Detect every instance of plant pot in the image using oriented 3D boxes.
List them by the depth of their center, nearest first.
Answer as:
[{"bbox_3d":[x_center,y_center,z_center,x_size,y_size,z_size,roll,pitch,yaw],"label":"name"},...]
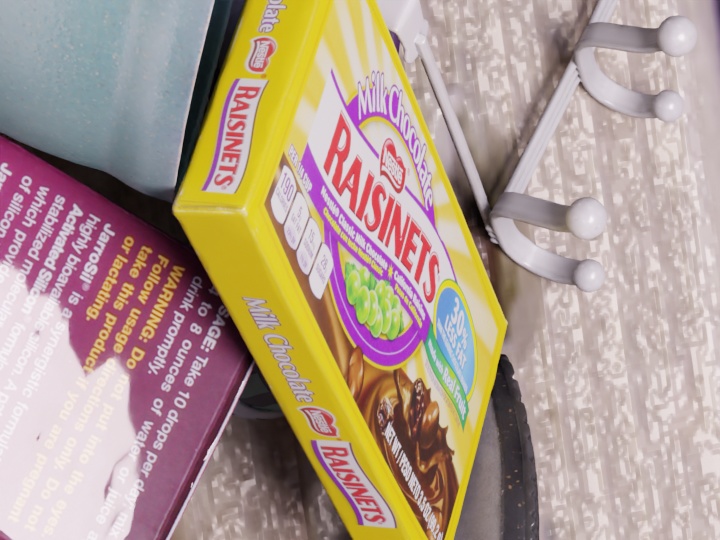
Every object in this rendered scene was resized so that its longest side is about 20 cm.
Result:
[{"bbox_3d":[-0.088,-0.131,0.743,0.133,0.200,0.202,14,83,-2],"label":"plant pot"}]

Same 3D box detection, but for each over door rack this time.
[{"bbox_3d":[0.070,-0.094,0.891,0.148,0.066,0.200,-64,150,-14],"label":"over door rack"}]

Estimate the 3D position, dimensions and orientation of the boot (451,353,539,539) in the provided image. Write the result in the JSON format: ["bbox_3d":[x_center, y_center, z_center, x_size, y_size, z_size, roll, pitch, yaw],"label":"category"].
[{"bbox_3d":[-0.008,0.114,0.892,0.131,0.070,0.201,0,55,4],"label":"boot"}]

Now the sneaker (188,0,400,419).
[{"bbox_3d":[-0.010,-0.052,0.890,0.074,0.087,0.202,5,87,-25],"label":"sneaker"}]

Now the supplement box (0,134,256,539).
[{"bbox_3d":[-0.146,0.005,0.802,0.199,0.131,0.104,31,77,-20],"label":"supplement box"}]

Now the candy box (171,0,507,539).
[{"bbox_3d":[0.000,0.000,0.812,0.200,0.026,0.103,65,33,-51],"label":"candy box"}]
